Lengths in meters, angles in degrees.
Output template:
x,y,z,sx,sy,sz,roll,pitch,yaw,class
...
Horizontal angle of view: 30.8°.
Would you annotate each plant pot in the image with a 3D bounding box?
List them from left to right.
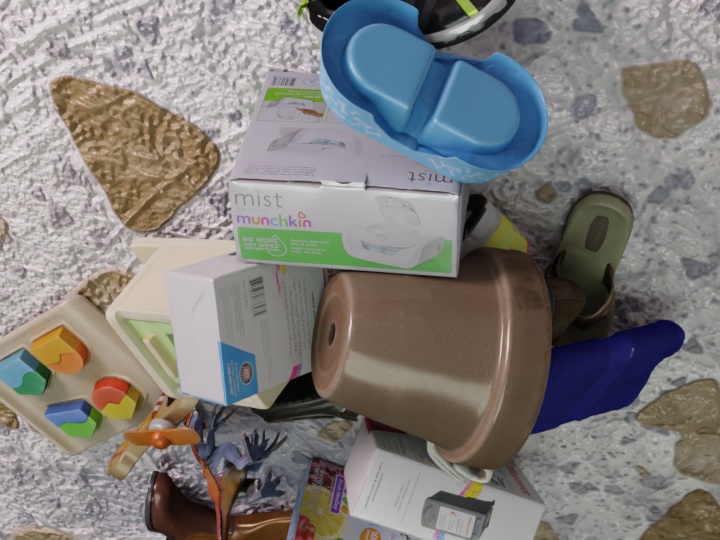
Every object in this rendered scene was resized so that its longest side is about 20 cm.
x,y,z,sx,sy,sz,roll,pitch,yaw,class
0.053,0.069,1.168,0.173,0.201,0.201,10,133,-18,plant pot

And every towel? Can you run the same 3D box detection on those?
x,y,z,sx,sy,sz,roll,pitch,yaw,class
0.213,0.106,1.311,0.198,0.050,0.148,-11,148,-28,towel

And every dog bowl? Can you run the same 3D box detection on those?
x,y,z,sx,sy,sz,roll,pitch,yaw,class
0.055,-0.142,1.068,0.199,0.112,0.050,26,153,-6,dog bowl

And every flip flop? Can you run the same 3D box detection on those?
x,y,z,sx,sy,sz,roll,pitch,yaw,class
0.223,0.013,1.290,0.080,0.058,0.201,11,131,1,flip flop

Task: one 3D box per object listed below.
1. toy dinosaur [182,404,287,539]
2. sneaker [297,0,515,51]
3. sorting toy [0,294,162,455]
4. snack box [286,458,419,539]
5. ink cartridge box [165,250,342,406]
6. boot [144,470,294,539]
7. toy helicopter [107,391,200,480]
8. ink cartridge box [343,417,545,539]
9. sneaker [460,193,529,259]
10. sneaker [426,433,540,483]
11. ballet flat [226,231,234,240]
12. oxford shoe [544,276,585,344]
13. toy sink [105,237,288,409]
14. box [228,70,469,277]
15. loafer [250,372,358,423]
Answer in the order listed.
x,y,z,sx,sy,sz,roll,pitch,yaw,class
-0.164,0.210,1.455,0.181,0.200,0.106,-10,118,48,toy dinosaur
0.038,-0.232,1.106,0.198,0.072,0.083,-15,125,22,sneaker
-0.332,0.131,1.509,0.199,0.037,0.185,-29,120,30,sorting toy
0.013,0.331,1.528,0.198,0.170,0.068,20,135,-8,snack box
-0.079,0.037,1.206,0.067,0.199,0.116,7,108,41,ink cartridge box
-0.157,0.312,1.612,0.198,0.069,0.190,-1,130,11,boot
-0.219,0.169,1.440,0.079,0.133,0.200,33,117,-18,toy helicopter
0.088,0.243,1.445,0.198,0.148,0.086,19,97,-8,ink cartridge box
0.090,0.014,1.306,0.090,0.079,0.200,28,132,-23,sneaker
0.129,0.186,1.397,0.073,0.116,0.199,-34,133,29,sneaker
-0.067,-0.028,1.300,0.199,0.072,0.069,-24,123,28,ballet flat
0.153,0.064,1.289,0.084,0.073,0.200,-1,160,-30,oxford shoe
-0.165,0.052,1.311,0.199,0.112,0.131,4,137,42,toy sink
-0.001,-0.091,1.165,0.198,0.177,0.097,4,131,6,box
-0.027,0.141,1.435,0.198,0.073,0.072,-11,126,19,loafer
